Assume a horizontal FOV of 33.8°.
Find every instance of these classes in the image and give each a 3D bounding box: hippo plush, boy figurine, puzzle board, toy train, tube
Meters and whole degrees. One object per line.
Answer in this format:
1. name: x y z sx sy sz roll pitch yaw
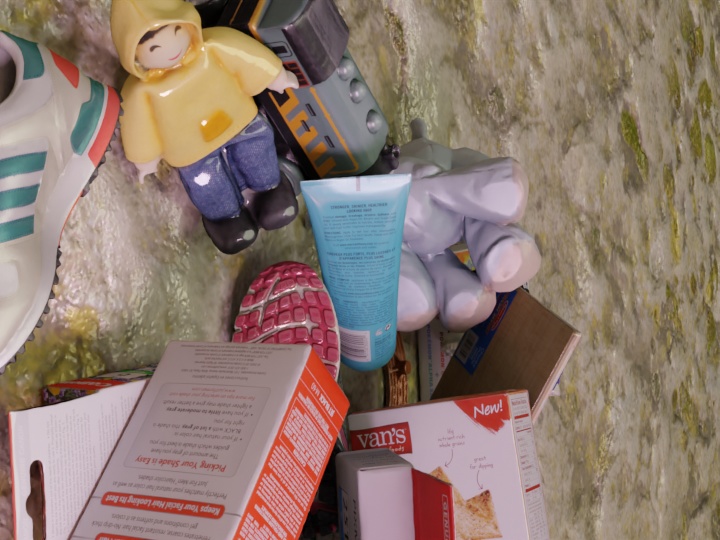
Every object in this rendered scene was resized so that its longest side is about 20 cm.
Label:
1. hippo plush: 0.055 -0.041 1.026 0.161 0.196 0.162 -76 176 -76
2. boy figurine: -0.099 -0.107 0.764 0.065 0.123 0.201 59 -7 42
3. puzzle board: 0.101 0.114 0.976 0.017 0.151 0.202 24 99 -23
4. toy train: -0.047 -0.127 0.848 0.201 0.112 0.086 58 43 -42
5. tube: 0.000 0.000 0.886 0.201 0.076 0.051 87 -7 -52

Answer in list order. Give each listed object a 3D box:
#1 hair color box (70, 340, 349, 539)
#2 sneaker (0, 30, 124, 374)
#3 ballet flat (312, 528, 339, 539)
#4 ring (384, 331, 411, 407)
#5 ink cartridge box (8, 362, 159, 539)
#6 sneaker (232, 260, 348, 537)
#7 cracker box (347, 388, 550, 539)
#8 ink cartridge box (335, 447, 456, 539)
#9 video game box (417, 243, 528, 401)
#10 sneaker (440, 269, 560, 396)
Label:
1. hair color box: -0.093 0.139 0.667 0.064 0.109 0.202 58 43 -40
2. sneaker: -0.203 -0.038 0.636 0.093 0.070 0.202 36 59 -34
3. ballet flat: 0.025 0.259 1.017 0.200 0.063 0.077 43 69 -51
4. ring: -0.002 0.111 1.019 0.199 0.019 0.204 3 87 -60
5. ink cartridge box: -0.152 0.120 0.725 0.199 0.050 0.111 -7 96 -59
6. sneaker: -0.050 0.094 0.892 0.075 0.079 0.204 -82 167 -82
7. cracker box: 0.071 0.198 0.889 0.057 0.132 0.204 7 73 -64
8. ink cartridge box: 0.023 0.228 0.774 0.176 0.044 0.204 169 -83 -78
9. video game box: 0.119 0.064 1.207 0.199 0.046 0.186 -12 98 -60
10. sneaker: 0.146 0.057 1.141 0.200 0.069 0.101 37 56 -54
